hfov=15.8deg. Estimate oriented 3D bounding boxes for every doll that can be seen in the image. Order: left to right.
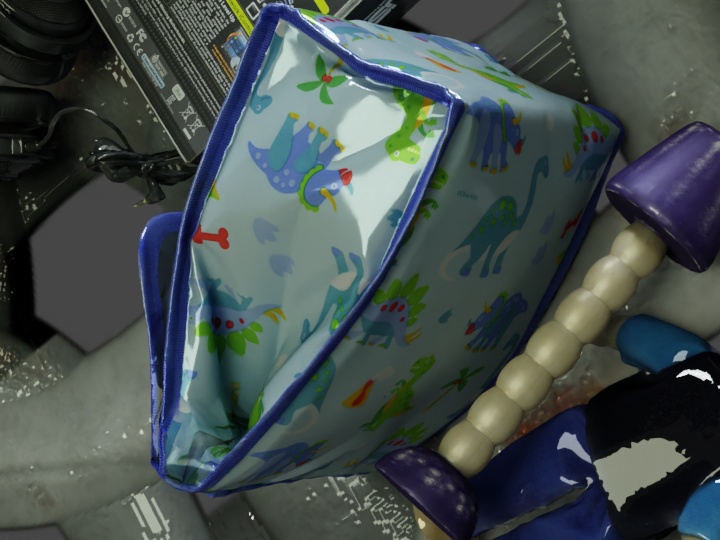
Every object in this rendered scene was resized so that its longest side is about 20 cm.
[{"bbox_3d":[0.114,0.077,1.100,0.200,0.048,0.137,-30,52,25],"label":"doll"}]

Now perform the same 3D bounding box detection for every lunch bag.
[{"bbox_3d":[0.000,0.000,1.104,0.127,0.170,0.201,28,104,29],"label":"lunch bag"}]

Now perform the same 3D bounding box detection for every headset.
[{"bbox_3d":[-0.160,-0.094,1.272,0.200,0.094,0.124,40,118,44],"label":"headset"}]

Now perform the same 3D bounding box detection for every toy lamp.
[{"bbox_3d":[0.088,0.022,1.086,0.058,0.058,0.200,39,83,27],"label":"toy lamp"}]

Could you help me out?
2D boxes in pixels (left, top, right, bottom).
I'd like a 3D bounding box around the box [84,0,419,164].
[{"bbox_3d":[-0.065,-0.173,1.226,0.160,0.044,0.200,-42,68,22],"label":"box"}]
